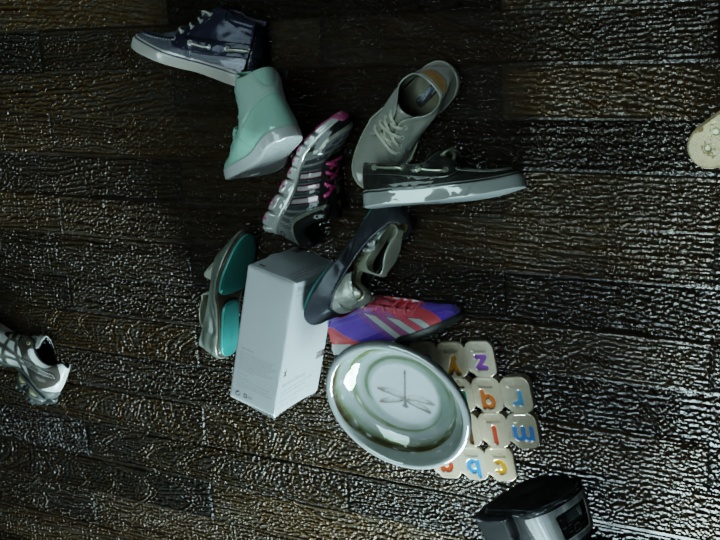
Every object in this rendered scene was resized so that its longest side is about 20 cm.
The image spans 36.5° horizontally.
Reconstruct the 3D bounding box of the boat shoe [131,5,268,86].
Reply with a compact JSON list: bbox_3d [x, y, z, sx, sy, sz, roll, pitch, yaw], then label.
[{"bbox_3d":[-0.210,-0.312,1.455,0.200,0.075,0.093,19,109,16],"label":"boat shoe"}]

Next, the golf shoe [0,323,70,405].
[{"bbox_3d":[-0.548,0.126,1.785,0.200,0.078,0.095,42,103,13],"label":"golf shoe"}]

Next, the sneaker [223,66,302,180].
[{"bbox_3d":[-0.137,-0.193,1.422,0.200,0.074,0.119,-31,74,61],"label":"sneaker"}]

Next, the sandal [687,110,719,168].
[{"bbox_3d":[0.417,-0.175,1.111,0.078,0.070,0.212,51,122,9],"label":"sandal"}]

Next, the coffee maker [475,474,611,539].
[{"bbox_3d":[0.225,0.366,1.341,0.192,0.135,0.200,-24,90,34],"label":"coffee maker"}]

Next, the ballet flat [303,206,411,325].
[{"bbox_3d":[0.000,0.000,1.385,0.073,0.073,0.200,38,101,16],"label":"ballet flat"}]

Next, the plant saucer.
[{"bbox_3d":[0.054,0.163,1.398,0.200,0.050,0.201,15,128,20],"label":"plant saucer"}]

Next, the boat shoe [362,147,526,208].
[{"bbox_3d":[0.097,-0.114,1.309,0.199,0.071,0.064,-4,89,15],"label":"boat shoe"}]

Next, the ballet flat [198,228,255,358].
[{"bbox_3d":[-0.197,0.028,1.541,0.064,0.067,0.201,25,115,31],"label":"ballet flat"}]

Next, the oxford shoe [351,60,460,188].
[{"bbox_3d":[0.045,-0.177,1.343,0.075,0.058,0.200,46,124,8],"label":"oxford shoe"}]

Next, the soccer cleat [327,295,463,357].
[{"bbox_3d":[0.038,0.061,1.410,0.200,0.068,0.073,-15,91,36],"label":"soccer cleat"}]

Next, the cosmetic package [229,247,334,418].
[{"bbox_3d":[-0.103,0.080,1.472,0.081,0.113,0.201,22,116,24],"label":"cosmetic package"}]

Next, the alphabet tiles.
[{"bbox_3d":[0.134,0.179,1.409,0.200,0.015,0.196,-4,107,32],"label":"alphabet tiles"}]

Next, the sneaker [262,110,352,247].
[{"bbox_3d":[-0.049,-0.111,1.411,0.087,0.074,0.200,36,117,9],"label":"sneaker"}]
